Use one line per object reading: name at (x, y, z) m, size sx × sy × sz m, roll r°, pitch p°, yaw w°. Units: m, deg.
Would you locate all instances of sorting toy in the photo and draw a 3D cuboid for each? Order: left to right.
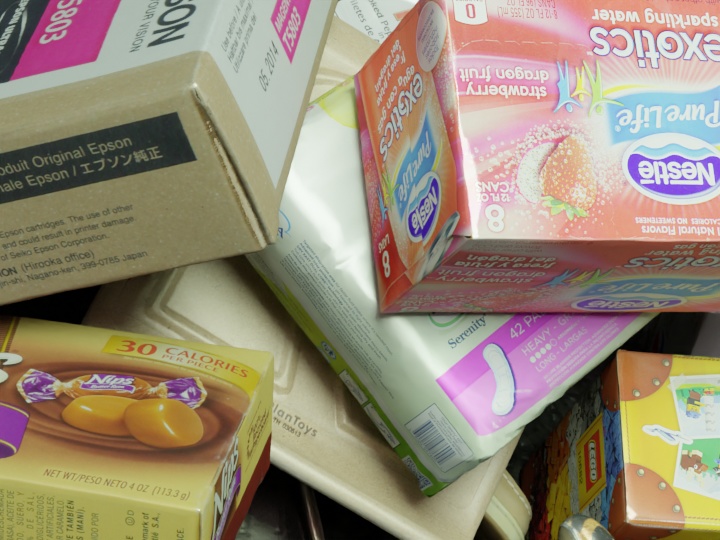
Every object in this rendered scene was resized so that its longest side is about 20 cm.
sorting toy at (0.000, 0.000, 0.854) m, size 0.184 × 0.036 × 0.201 m, roll 31°, pitch 63°, yaw -7°

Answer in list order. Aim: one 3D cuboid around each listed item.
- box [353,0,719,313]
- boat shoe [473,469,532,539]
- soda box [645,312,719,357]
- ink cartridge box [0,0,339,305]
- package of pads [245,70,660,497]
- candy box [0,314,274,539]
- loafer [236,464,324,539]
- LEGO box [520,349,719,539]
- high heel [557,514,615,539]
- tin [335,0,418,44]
box at (0.108, -0.042, 0.759) m, size 0.198 × 0.095 × 0.104 m, roll 0°, pitch 73°, yaw -21°
boat shoe at (0.015, 0.044, 0.910) m, size 0.065 × 0.072 × 0.200 m, roll -36°, pitch 72°, yaw -24°
soda box at (0.241, 0.044, 0.952) m, size 0.198 × 0.069 × 0.064 m, roll 10°, pitch 32°, yaw -9°
ink cartridge box at (-0.104, -0.076, 0.779) m, size 0.163 × 0.075 × 0.201 m, roll -13°, pitch 32°, yaw 17°
package of pads at (0.057, -0.029, 0.826) m, size 0.200 × 0.068 × 0.155 m, roll -37°, pitch 87°, yaw -28°
candy box at (-0.140, 0.064, 0.725) m, size 0.198 × 0.057 × 0.117 m, roll 9°, pitch 26°, yaw 8°
loafer at (-0.044, 0.129, 0.858) m, size 0.071 × 0.063 × 0.202 m, roll -3°, pitch 66°, yaw -15°
LEGO box at (0.184, 0.103, 0.876) m, size 0.198 × 0.149 × 0.078 m, roll 5°, pitch 64°, yaw -11°
high heel at (0.162, 0.159, 0.820) m, size 0.142 × 0.071 × 0.201 m, roll -30°, pitch 105°, yaw -20°
tin at (-0.036, -0.069, 0.905) m, size 0.199 × 0.042 × 0.113 m, roll -24°, pitch 79°, yaw -21°
